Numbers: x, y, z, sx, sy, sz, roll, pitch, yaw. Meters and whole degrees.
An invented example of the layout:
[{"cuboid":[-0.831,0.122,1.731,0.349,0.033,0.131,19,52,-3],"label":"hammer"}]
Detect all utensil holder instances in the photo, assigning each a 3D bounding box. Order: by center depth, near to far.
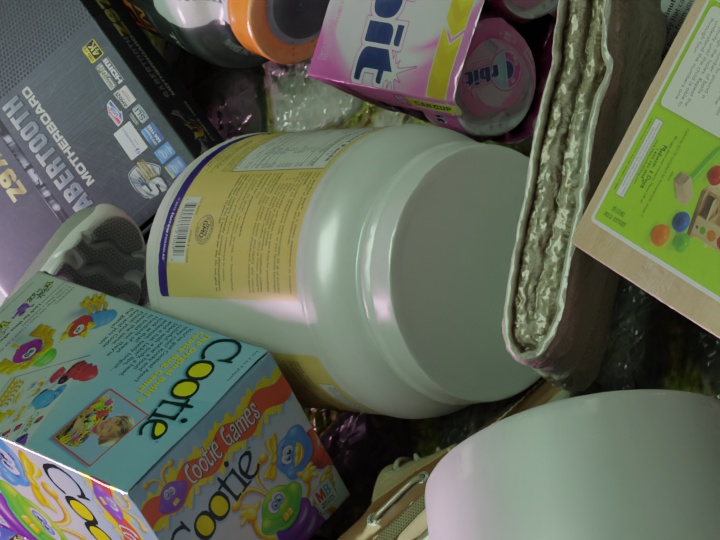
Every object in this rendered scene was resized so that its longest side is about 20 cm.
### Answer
[{"cuboid":[0.116,0.176,1.055,0.170,0.169,0.201,-31,54,33],"label":"utensil holder"}]

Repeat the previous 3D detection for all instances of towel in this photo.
[{"cuboid":[0.106,-0.048,1.120,0.034,0.132,0.202,9,83,17],"label":"towel"}]

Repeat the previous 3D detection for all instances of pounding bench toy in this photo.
[{"cuboid":[0.221,-0.054,1.039,0.124,0.155,0.201,35,100,46],"label":"pounding bench toy"}]

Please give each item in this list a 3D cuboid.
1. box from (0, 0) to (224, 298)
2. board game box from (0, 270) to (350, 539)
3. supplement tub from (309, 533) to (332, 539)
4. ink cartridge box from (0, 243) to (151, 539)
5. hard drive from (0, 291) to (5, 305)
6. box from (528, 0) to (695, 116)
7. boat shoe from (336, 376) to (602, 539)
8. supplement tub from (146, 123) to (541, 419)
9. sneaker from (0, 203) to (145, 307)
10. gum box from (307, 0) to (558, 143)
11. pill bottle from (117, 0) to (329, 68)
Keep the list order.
[{"cuboid":[-0.190,-0.092,1.433,0.157,0.051,0.201,-37,86,25],"label":"box"},{"cuboid":[-0.120,0.088,1.245,0.105,0.103,0.199,-44,36,-24],"label":"board game box"},{"cuboid":[-0.085,0.172,1.298,0.199,0.107,0.108,15,86,46],"label":"supplement tub"},{"cuboid":[-0.144,0.070,1.404,0.200,0.042,0.120,-35,53,28],"label":"ink cartridge box"},{"cuboid":[-0.161,0.062,1.471,0.132,0.027,0.201,-40,51,27],"label":"hard drive"},{"cuboid":[0.126,-0.149,1.253,0.200,0.041,0.157,33,99,47],"label":"box"},{"cuboid":[0.037,0.118,1.189,0.200,0.076,0.072,-45,54,-8],"label":"boat shoe"},{"cuboid":[0.000,0.000,1.233,0.199,0.145,0.146,2,76,52],"label":"supplement tub"},{"cuboid":[-0.198,0.038,1.386,0.201,0.075,0.082,-55,48,15],"label":"sneaker"},{"cuboid":[0.056,-0.168,1.250,0.113,0.066,0.201,15,87,48],"label":"gum box"},{"cuboid":[-0.092,-0.183,1.433,0.200,0.106,0.107,30,97,47],"label":"pill bottle"}]
